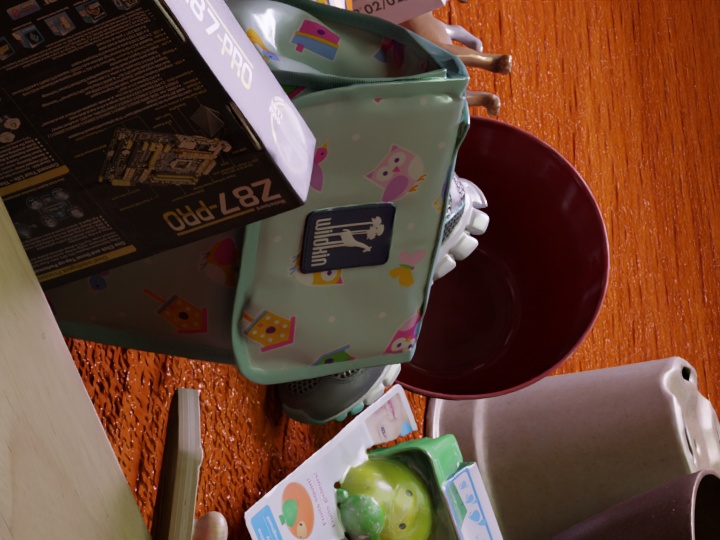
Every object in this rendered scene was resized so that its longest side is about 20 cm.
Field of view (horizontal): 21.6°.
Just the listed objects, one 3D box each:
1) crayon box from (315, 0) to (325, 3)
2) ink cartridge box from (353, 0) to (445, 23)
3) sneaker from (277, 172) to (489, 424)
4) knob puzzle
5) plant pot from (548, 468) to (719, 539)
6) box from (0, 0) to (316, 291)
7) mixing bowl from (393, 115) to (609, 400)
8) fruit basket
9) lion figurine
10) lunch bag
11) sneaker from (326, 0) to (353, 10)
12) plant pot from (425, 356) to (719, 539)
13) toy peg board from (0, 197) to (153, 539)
[{"bbox_3d":[-0.076,-0.133,1.039,0.118,0.058,0.202,-25,121,-47],"label":"crayon box"},{"bbox_3d":[0.006,-0.227,1.384,0.068,0.114,0.201,60,25,-26],"label":"ink cartridge box"},{"bbox_3d":[0.000,0.000,1.165,0.201,0.077,0.091,-59,140,-24],"label":"sneaker"},{"bbox_3d":[-0.078,0.142,0.840,0.220,0.030,0.222,-173,-90,-83],"label":"knob puzzle"},{"bbox_3d":[0.164,0.248,1.276,0.187,0.199,0.188,46,36,-48],"label":"plant pot"},{"bbox_3d":[-0.141,-0.065,0.771,0.162,0.199,0.049,55,28,-35],"label":"box"},{"bbox_3d":[0.062,0.008,1.279,0.109,0.198,0.202,98,-16,-68],"label":"mixing bowl"},{"bbox_3d":[0.015,0.185,1.113,0.200,0.093,0.187,-37,110,-63],"label":"fruit basket"},{"bbox_3d":[0.052,-0.186,1.529,0.201,0.121,0.073,-103,-154,-56],"label":"lion figurine"},{"bbox_3d":[-0.053,-0.044,0.907,0.122,0.198,0.172,-65,167,-58],"label":"lunch bag"},{"bbox_3d":[-0.015,-0.226,1.139,0.078,0.111,0.201,-55,125,-72],"label":"sneaker"},{"bbox_3d":[0.173,0.152,1.402,0.201,0.182,0.202,51,30,-44],"label":"plant pot"},{"bbox_3d":[-0.200,0.079,0.694,0.199,0.097,0.201,-38,109,-51],"label":"toy peg board"}]
